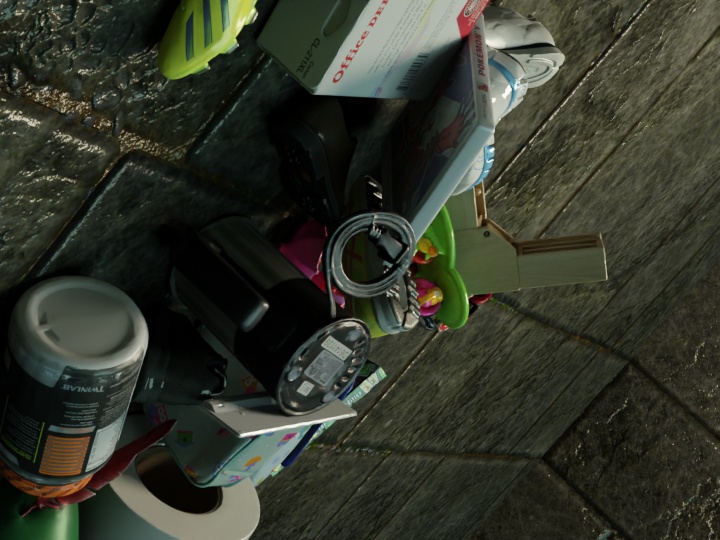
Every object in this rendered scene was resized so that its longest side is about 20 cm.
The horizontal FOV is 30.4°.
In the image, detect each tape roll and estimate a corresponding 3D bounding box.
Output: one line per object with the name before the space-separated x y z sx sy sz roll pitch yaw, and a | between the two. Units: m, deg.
tape roll | -0.232 0.278 1.478 0.203 0.203 0.139 -7 135 -58

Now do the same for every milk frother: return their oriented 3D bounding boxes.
milk frother | -0.066 0.001 1.307 0.200 0.188 0.181 -40 147 -14

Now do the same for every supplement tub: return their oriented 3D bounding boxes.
supplement tub | -0.273 0.112 1.221 0.122 0.123 0.200 -25 150 -43

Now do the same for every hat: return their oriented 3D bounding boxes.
hat | -0.325 0.206 1.336 0.200 0.166 0.176 12 91 -32

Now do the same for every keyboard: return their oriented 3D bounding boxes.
keyboard | -0.077 0.137 1.299 0.200 0.056 0.011 -2 125 -57

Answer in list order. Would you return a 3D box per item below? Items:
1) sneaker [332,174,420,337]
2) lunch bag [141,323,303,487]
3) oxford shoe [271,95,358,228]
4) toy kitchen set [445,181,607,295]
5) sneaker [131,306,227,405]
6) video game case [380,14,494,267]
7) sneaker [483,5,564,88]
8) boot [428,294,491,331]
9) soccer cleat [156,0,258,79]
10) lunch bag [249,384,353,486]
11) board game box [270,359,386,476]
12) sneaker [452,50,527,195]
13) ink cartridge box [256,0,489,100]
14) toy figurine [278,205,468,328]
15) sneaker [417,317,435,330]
sneaker | 0.001 -0.013 1.378 0.090 0.200 0.078 -28 136 28
lunch bag | -0.136 0.127 1.455 0.200 0.160 0.077 -44 154 11
oxford shoe | -0.032 -0.108 1.352 0.084 0.073 0.200 -48 163 -19
toy kitchen set | 0.185 -0.090 1.553 0.163 0.180 0.200 -54 138 -77
sneaker | -0.177 0.095 1.324 0.200 0.091 0.076 -100 -153 -74
video game case | 0.071 -0.130 1.307 0.023 0.182 0.200 18 133 -18
sneaker | 0.121 -0.242 1.406 0.200 0.081 0.076 0 149 -36
boot | 0.105 -0.015 1.646 0.200 0.151 0.073 -28 153 -40
soccer cleat | -0.104 -0.238 1.034 0.084 0.065 0.200 32 107 -38
lunch bag | -0.100 0.155 1.625 0.170 0.127 0.200 -53 177 16
board game box | -0.068 0.182 1.752 0.200 0.105 0.023 -41 119 -16
sneaker | 0.101 -0.141 1.387 0.087 0.075 0.200 -40 161 -34
ink cartridge box | 0.021 -0.238 1.204 0.200 0.083 0.146 -8 137 -57
toy figurine | 0.000 0.000 1.480 0.184 0.200 0.150 -19 170 -26
sneaker | 0.083 0.038 1.752 0.073 0.112 0.200 -50 158 11
